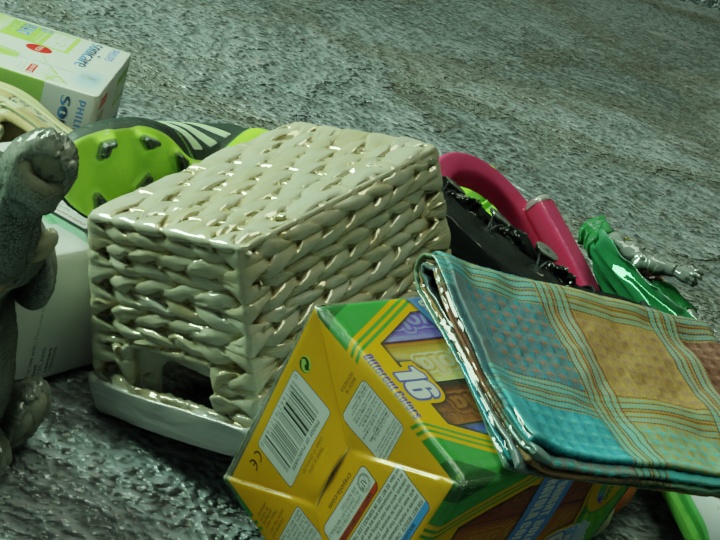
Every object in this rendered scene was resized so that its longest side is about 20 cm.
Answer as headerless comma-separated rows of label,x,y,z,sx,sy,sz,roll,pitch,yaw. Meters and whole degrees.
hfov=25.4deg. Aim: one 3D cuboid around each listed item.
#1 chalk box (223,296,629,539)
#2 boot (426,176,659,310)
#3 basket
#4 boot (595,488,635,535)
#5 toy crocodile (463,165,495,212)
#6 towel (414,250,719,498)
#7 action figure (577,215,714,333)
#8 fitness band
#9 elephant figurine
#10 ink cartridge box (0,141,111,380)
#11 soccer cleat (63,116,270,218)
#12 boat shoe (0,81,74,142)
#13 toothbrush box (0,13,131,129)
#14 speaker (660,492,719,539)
chalk box,0.056,0.095,0.819,0.198,0.126,0.124,-3,43,-43
boot,0.097,0.001,1.048,0.199,0.066,0.165,33,3,6
basket,-0.048,0.002,0.911,0.134,0.125,0.199,12,27,35
boot,0.075,0.092,0.961,0.198,0.076,0.107,24,25,12
toy crocodile,0.115,-0.034,1.353,0.068,0.061,0.200,53,4,-24
towel,0.130,0.055,0.802,0.198,0.022,0.147,12,34,-31
action figure,0.216,0.030,1.130,0.054,0.119,0.201,-29,54,-11
fitness band,0.108,0.004,1.132,0.143,0.037,0.202,-7,65,-49
elephant figurine,-0.199,-0.007,0.786,0.154,0.202,0.141,22,20,12
ink cartridge box,-0.198,-0.012,0.971,0.144,0.085,0.199,28,21,24
soccer cleat,-0.121,-0.061,0.971,0.080,0.069,0.199,15,12,35
boat shoe,-0.242,-0.081,1.137,0.198,0.074,0.063,21,22,1
toothbrush box,-0.293,-0.144,1.243,0.198,0.087,0.146,18,20,-4
speaker,0.226,0.139,0.944,0.087,0.089,0.200,14,20,-11
